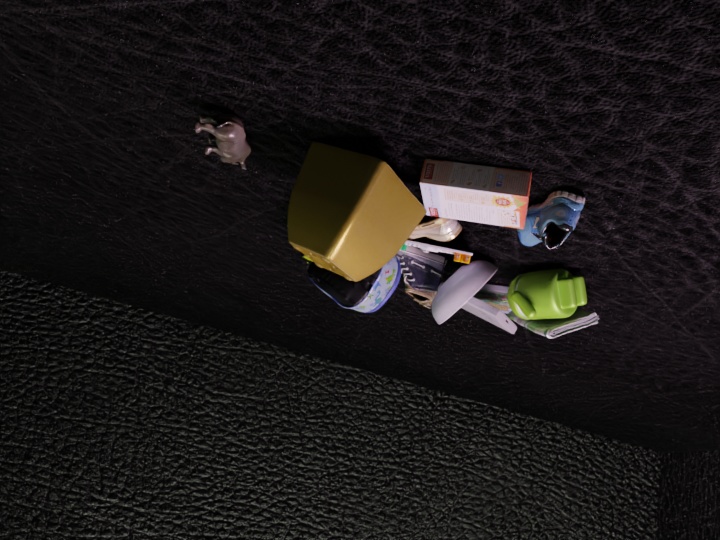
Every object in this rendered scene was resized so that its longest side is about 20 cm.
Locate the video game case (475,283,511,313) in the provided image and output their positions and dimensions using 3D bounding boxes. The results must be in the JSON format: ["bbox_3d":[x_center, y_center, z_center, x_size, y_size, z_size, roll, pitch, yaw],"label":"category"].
[{"bbox_3d":[0.360,0.078,1.802,0.198,0.022,0.182,7,160,22],"label":"video game case"}]

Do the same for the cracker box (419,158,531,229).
[{"bbox_3d":[0.219,-0.145,1.214,0.198,0.058,0.134,9,161,14],"label":"cracker box"}]

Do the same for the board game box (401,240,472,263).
[{"bbox_3d":[0.159,-0.047,1.480,0.198,0.026,0.200,11,-177,9],"label":"board game box"}]

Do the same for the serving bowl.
[{"bbox_3d":[0.243,0.041,1.571,0.066,0.200,0.200,46,161,5],"label":"serving bowl"}]

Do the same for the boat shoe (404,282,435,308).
[{"bbox_3d":[0.168,0.065,1.848,0.073,0.063,0.200,4,159,28],"label":"boat shoe"}]

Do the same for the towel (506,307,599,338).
[{"bbox_3d":[0.476,0.112,1.596,0.148,0.031,0.200,-16,-165,-14],"label":"towel"}]

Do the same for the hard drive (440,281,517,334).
[{"bbox_3d":[0.314,0.100,1.718,0.199,0.027,0.132,27,173,42],"label":"hard drive"}]

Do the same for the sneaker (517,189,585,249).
[{"bbox_3d":[0.356,-0.082,1.237,0.078,0.091,0.200,17,162,-6],"label":"sneaker"}]

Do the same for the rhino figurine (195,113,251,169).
[{"bbox_3d":[-0.264,-0.252,1.274,0.087,0.060,0.200,3,164,0],"label":"rhino figurine"}]

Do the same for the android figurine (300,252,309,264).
[{"bbox_3d":[-0.071,-0.015,1.840,0.199,0.041,0.181,31,156,-35],"label":"android figurine"}]

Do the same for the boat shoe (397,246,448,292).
[{"bbox_3d":[0.121,-0.008,1.619,0.198,0.093,0.075,15,166,-2],"label":"boat shoe"}]

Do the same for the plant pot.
[{"bbox_3d":[-0.027,-0.098,1.239,0.193,0.201,0.195,23,170,38],"label":"plant pot"}]

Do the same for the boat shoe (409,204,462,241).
[{"bbox_3d":[0.128,-0.112,1.376,0.199,0.074,0.069,7,138,47],"label":"boat shoe"}]

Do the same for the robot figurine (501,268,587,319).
[{"bbox_3d":[0.440,0.058,1.534,0.175,0.117,0.199,-11,-179,-40],"label":"robot figurine"}]

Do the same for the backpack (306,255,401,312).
[{"bbox_3d":[0.000,0.000,1.518,0.147,0.184,0.200,22,-166,-49],"label":"backpack"}]
